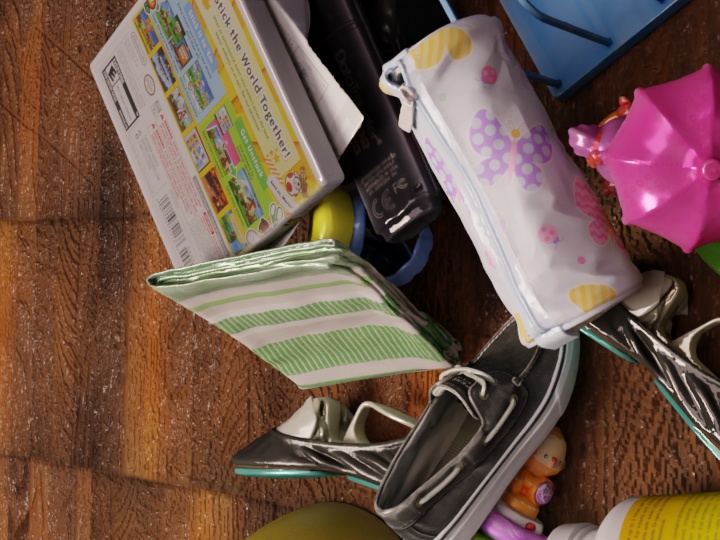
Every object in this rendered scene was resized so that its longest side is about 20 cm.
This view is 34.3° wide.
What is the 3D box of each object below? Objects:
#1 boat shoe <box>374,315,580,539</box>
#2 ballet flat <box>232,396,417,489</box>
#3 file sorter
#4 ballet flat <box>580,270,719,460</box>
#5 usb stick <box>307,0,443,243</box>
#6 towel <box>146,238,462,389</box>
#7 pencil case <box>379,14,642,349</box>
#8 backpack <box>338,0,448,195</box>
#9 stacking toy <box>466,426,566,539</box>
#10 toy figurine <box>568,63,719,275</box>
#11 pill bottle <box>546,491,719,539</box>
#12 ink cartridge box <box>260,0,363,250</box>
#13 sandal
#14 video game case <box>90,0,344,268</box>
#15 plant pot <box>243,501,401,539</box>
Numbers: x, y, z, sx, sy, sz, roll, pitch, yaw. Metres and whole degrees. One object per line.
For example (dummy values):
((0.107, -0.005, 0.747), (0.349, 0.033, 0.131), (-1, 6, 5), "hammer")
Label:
((0.081, 0.096, 0.782), (0.072, 0.071, 0.200), (12, 66, 50), "boat shoe")
((-0.009, 0.135, 0.901), (0.199, 0.068, 0.069), (2, 81, 30), "ballet flat")
((0.145, -0.233, 0.755), (0.200, 0.122, 0.139), (-39, 65, 32), "file sorter")
((0.198, 0.046, 0.741), (0.200, 0.068, 0.068), (44, 105, 26), "ballet flat")
((0.001, -0.113, 0.768), (0.055, 0.033, 0.201), (-36, 63, 31), "usb stick")
((-0.031, 0.037, 0.827), (0.152, 0.200, 0.023), (-10, 62, 26), "towel")
((0.089, -0.054, 0.700), (0.083, 0.091, 0.200), (-31, 88, 30), "pencil case")
((-0.022, -0.118, 0.887), (0.200, 0.126, 0.168), (-15, 68, 39), "backpack")
((0.091, 0.198, 0.807), (0.200, 0.116, 0.110), (-61, 27, -1), "stacking toy")
((0.190, -0.068, 0.671), (0.200, 0.184, 0.151), (18, 100, 39), "toy figurine")
((0.210, 0.184, 0.696), (0.200, 0.104, 0.105), (-12, 81, 38), "pill bottle")
((-0.075, -0.122, 0.812), (0.200, 0.057, 0.163), (50, 131, 18), "ink cartridge box")
((0.000, 0.000, 0.856), (0.200, 0.087, 0.080), (112, 160, -73), "sandal")
((-0.106, -0.105, 0.800), (0.182, 0.023, 0.201), (-36, 73, 45), "video game case")
((-0.060, 0.287, 0.892), (0.200, 0.142, 0.201), (-1, 88, 39), "plant pot")
